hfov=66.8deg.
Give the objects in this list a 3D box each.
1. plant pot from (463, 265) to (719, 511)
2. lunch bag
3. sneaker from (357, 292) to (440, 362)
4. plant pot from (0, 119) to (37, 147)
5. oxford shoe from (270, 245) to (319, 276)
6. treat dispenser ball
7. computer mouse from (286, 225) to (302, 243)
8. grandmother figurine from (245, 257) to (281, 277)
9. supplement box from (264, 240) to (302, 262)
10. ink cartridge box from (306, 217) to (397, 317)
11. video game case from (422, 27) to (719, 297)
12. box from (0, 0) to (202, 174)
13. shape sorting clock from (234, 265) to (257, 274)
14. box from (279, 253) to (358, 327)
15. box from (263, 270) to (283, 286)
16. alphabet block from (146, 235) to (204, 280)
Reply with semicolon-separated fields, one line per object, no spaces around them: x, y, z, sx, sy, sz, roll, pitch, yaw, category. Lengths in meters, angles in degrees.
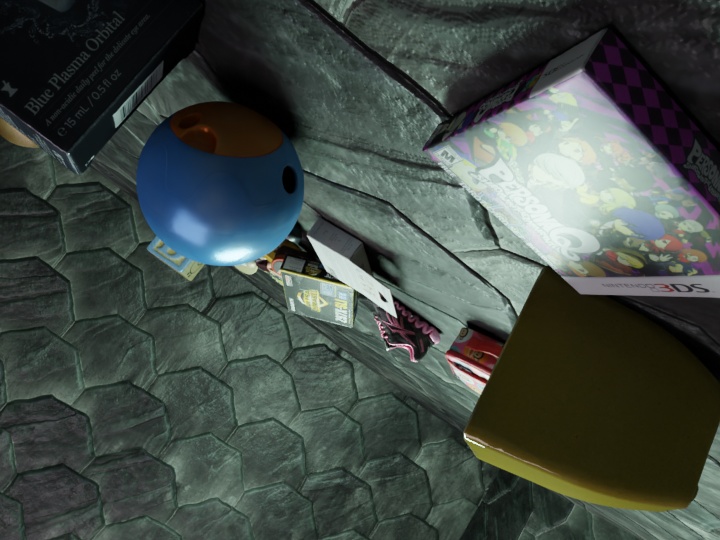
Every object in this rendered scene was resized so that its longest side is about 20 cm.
0.248;0.148;0.576;0.200;0.194;0.196;24;164;24;plant pot
0.249;0.177;0.942;0.200;0.082;0.176;26;161;30;lunch bag
0.068;0.119;1.158;0.200;0.095;0.079;35;170;6;sneaker
-0.694;-0.389;1.123;0.186;0.186;0.200;34;154;7;plant pot
-0.101;-0.003;1.254;0.200;0.073;0.071;25;132;-12;oxford shoe
-0.170;-0.106;0.677;0.201;0.201;0.201;33;168;8;treat dispenser ball
-0.176;-0.097;1.153;0.059;0.034;0.200;23;-177;-37;computer mouse
-0.237;-0.013;1.452;0.200;0.061;0.121;15;151;24;grandmother figurine
-0.234;-0.080;1.274;0.200;0.067;0.069;41;167;-22;supplement box
0.000;0.000;0.997;0.176;0.045;0.200;32;168;16;ink cartridge box
0.161;-0.051;0.382;0.200;0.036;0.181;39;166;-16;video game case
-0.295;-0.236;0.520;0.200;0.197;0.117;39;167;-17;box
-0.362;-0.076;1.573;0.200;0.039;0.200;32;140;32;shape sorting clock
-0.086;0.049;1.199;0.159;0.049;0.200;12;150;5;box
-0.254;-0.011;1.637;0.161;0.049;0.200;17;156;51;box
-0.808;-0.096;2.473;0.196;0.195;0.200;36;169;4;alphabet block
